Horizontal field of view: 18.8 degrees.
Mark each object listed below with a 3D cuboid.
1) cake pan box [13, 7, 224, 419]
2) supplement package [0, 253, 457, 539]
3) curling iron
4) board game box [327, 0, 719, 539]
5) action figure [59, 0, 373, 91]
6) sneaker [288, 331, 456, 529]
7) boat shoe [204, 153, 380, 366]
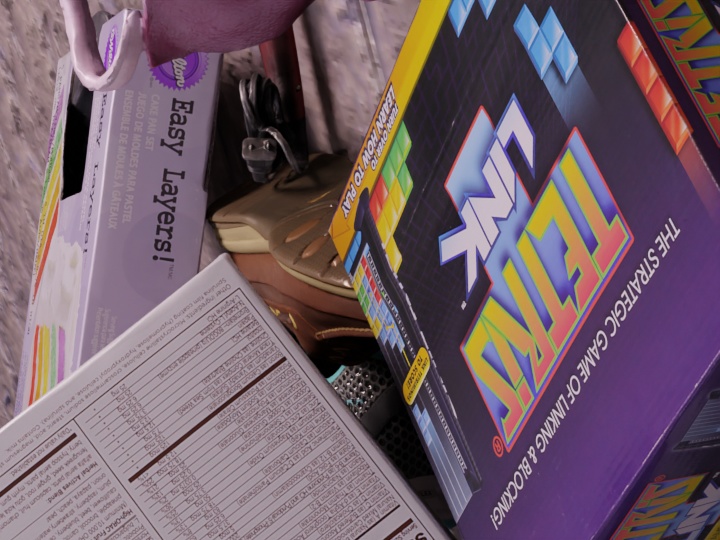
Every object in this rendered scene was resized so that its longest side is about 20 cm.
[{"bbox_3d":[-0.111,-0.013,0.978,0.184,0.052,0.201,180,98,-72],"label":"cake pan box"},{"bbox_3d":[-0.030,0.130,0.763,0.200,0.147,0.191,51,177,12],"label":"supplement package"},{"bbox_3d":[-0.039,-0.124,0.850,0.050,0.025,0.201,-82,-11,-63],"label":"curling iron"},{"bbox_3d":[0.064,-0.009,0.628,0.200,0.056,0.166,113,142,-50],"label":"board game box"},{"bbox_3d":[-0.033,-0.141,0.682,0.200,0.148,0.135,178,73,-81],"label":"action figure"},{"bbox_3d":[-0.017,0.057,0.971,0.200,0.077,0.092,13,110,59],"label":"sneaker"},{"bbox_3d":[-0.001,0.000,0.855,0.068,0.072,0.200,65,165,-16],"label":"boat shoe"}]
